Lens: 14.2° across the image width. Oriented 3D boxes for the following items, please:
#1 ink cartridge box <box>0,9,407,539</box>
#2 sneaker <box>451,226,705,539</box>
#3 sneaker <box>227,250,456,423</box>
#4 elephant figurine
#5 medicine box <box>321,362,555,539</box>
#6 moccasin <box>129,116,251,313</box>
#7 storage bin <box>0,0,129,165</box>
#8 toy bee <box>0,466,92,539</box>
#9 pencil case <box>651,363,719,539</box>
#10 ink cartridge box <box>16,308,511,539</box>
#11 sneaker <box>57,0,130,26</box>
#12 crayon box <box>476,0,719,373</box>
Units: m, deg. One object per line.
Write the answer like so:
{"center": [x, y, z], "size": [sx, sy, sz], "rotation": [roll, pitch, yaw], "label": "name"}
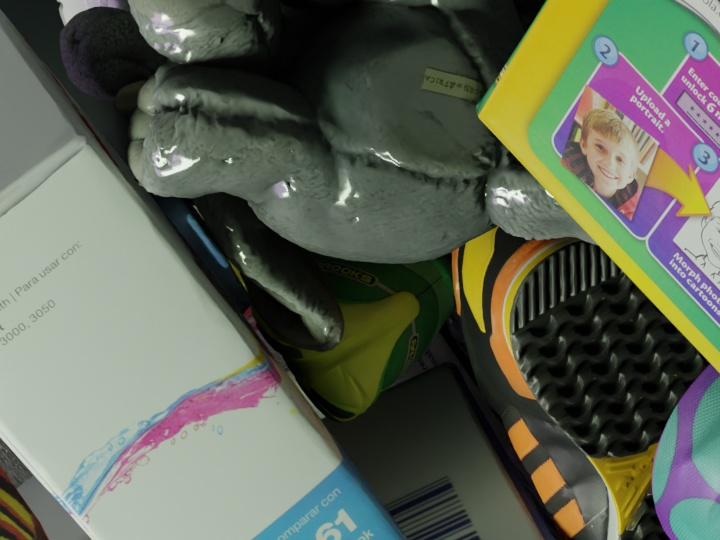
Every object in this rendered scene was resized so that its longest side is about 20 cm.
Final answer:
{"center": [-0.087, 0.020, 0.957], "size": [0.200, 0.085, 0.145], "rotation": [52, 178, -34], "label": "ink cartridge box"}
{"center": [0.086, 0.055, 0.995], "size": [0.090, 0.070, 0.200], "rotation": [46, 164, 56], "label": "sneaker"}
{"center": [0.000, 0.000, 1.071], "size": [0.074, 0.084, 0.200], "rotation": [57, 180, -18], "label": "sneaker"}
{"center": [-0.016, -0.049, 0.943], "size": [0.200, 0.141, 0.155], "rotation": [118, 143, -73], "label": "elephant figurine"}
{"center": [0.043, 0.171, 1.058], "size": [0.182, 0.103, 0.200], "rotation": [-119, 5, -45], "label": "medicine box"}
{"center": [-0.084, -0.033, 1.200], "size": [0.080, 0.068, 0.200], "rotation": [52, -169, -49], "label": "moccasin"}
{"center": [-0.175, -0.044, 1.141], "size": [0.200, 0.145, 0.135], "rotation": [-34, 63, 47], "label": "storage bin"}
{"center": [-0.110, 0.147, 1.022], "size": [0.200, 0.109, 0.131], "rotation": [28, 120, 19], "label": "toy bee"}
{"center": [0.175, 0.090, 0.798], "size": [0.200, 0.085, 0.092], "rotation": [35, 155, 42], "label": "pencil case"}
{"center": [-0.060, 0.095, 1.189], "size": [0.084, 0.200, 0.145], "rotation": [56, 162, -14], "label": "ink cartridge box"}
{"center": [-0.081, -0.142, 1.021], "size": [0.087, 0.075, 0.200], "rotation": [19, 152, 39], "label": "sneaker"}
{"center": [0.130, -0.014, 0.697], "size": [0.200, 0.058, 0.119], "rotation": [48, 144, 12], "label": "crayon box"}
